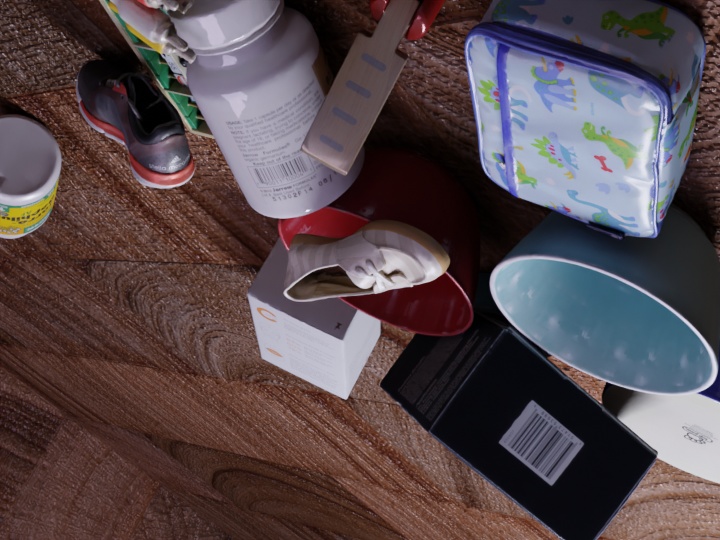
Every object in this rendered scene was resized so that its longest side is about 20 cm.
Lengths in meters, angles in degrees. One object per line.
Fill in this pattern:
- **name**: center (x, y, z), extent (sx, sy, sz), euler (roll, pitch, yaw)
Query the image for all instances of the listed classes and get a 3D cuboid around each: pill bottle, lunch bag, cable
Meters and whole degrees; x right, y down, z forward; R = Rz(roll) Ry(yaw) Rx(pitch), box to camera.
- **pill bottle**: center (-0.437, -0.108, 1.614), extent (0.112, 0.114, 0.200), euler (31, 158, -7)
- **lunch bag**: center (0.155, -0.115, 0.917), extent (0.159, 0.083, 0.201), euler (24, 157, 20)
- **cable**: center (-0.205, -0.227, 0.965), extent (0.198, 0.051, 0.097), euler (26, 156, 15)
- **pill bottle**: center (-0.079, -0.152, 1.061), extent (0.113, 0.115, 0.201), euler (11, 141, 37)

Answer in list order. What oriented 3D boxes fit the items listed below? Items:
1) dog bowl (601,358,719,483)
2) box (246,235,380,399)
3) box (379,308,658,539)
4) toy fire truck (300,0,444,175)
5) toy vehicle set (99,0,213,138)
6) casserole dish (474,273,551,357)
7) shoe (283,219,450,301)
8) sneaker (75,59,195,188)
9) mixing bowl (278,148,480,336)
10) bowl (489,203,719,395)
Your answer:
- **dog bowl**: center (0.332, 0.125, 1.219), extent (0.198, 0.079, 0.201), euler (25, 158, 11)
- **box**: center (-0.050, 0.053, 1.509), extent (0.123, 0.098, 0.201), euler (25, 159, 11)
- **box**: center (0.146, 0.142, 1.240), extent (0.199, 0.124, 0.197), euler (39, 179, -14)
- **toy fire truck**: center (-0.010, -0.185, 0.799), extent (0.174, 0.202, 0.129), euler (22, 157, 16)
- **toy vehicle set**: center (-0.149, -0.189, 1.198), extent (0.123, 0.027, 0.201), euler (16, 154, 31)
- **casserole dish**: center (0.133, 0.052, 1.362), extent (0.199, 0.039, 0.121), euler (2, 145, 51)
- **shoe**: center (0.000, 0.000, 1.099), extent (0.070, 0.054, 0.199), euler (42, 155, -28)
- **sneaker**: center (-0.214, -0.164, 1.242), extent (0.200, 0.076, 0.083), euler (46, 145, 36)
- **mixing bowl**: center (0.034, -0.040, 1.186), extent (0.198, 0.109, 0.201), euler (24, 157, 11)
- **bowl**: center (0.217, 0.006, 1.067), extent (0.199, 0.106, 0.201), euler (25, 157, 11)
